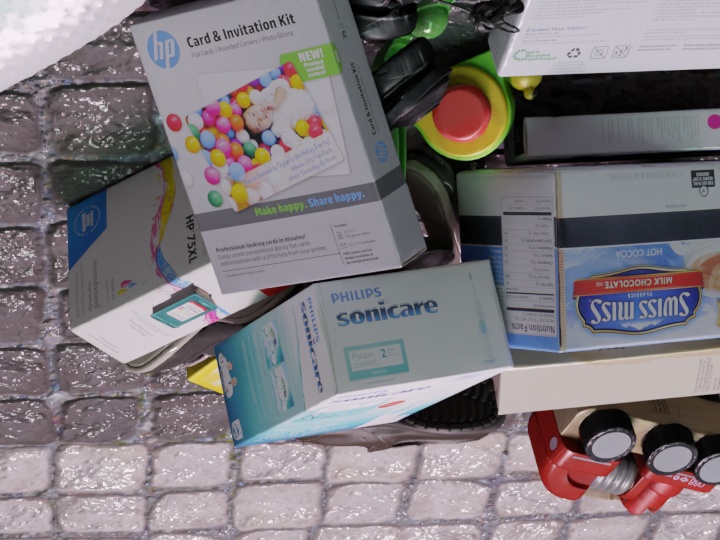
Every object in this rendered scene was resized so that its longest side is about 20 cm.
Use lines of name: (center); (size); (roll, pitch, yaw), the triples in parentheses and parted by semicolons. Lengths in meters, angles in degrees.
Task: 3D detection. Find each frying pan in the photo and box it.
frying pan: (-0.010, 0.007, 1.681); (0.190, 0.031, 0.115); (-8, 162, -46)

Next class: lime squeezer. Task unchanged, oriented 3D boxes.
lime squeezer: (0.044, -0.154, 1.583); (0.038, 0.071, 0.200); (15, 110, -34)

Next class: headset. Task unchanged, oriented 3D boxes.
headset: (0.014, -0.150, 1.521); (0.200, 0.094, 0.124); (-14, 103, 26)

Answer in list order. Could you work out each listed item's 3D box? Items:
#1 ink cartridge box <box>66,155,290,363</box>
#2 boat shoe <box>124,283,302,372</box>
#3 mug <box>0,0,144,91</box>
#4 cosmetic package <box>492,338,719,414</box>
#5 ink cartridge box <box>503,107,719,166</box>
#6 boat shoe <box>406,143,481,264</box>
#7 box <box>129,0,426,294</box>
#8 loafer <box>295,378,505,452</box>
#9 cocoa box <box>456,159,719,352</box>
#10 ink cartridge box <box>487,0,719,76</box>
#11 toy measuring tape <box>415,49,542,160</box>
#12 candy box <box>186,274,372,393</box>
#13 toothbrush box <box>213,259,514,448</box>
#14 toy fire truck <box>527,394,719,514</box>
ink cartridge box: (-0.120, -0.026, 1.693); (0.200, 0.116, 0.067); (-25, 141, 24)
boat shoe: (-0.108, 0.025, 1.792); (0.200, 0.067, 0.057); (-29, 163, 34)
mug: (-0.203, -0.230, 1.382); (0.175, 0.148, 0.200); (-27, 111, 14)
cosmetic package: (0.204, 0.049, 1.868); (0.199, 0.104, 0.073); (-6, 145, -4)
ink cartridge box: (0.210, -0.098, 1.678); (0.199, 0.037, 0.095); (-1, 179, -6)
boat shoe: (0.084, -0.023, 1.752); (0.057, 0.067, 0.200); (-40, 136, -20)
box: (-0.055, -0.090, 1.539); (0.156, 0.041, 0.200); (-8, 106, 34)
loafer: (0.026, 0.119, 1.976); (0.199, 0.073, 0.071); (3, 151, 1)
cocoa box: (0.188, -0.013, 1.674); (0.200, 0.132, 0.133); (-4, -177, -30)
ink cartridge box: (0.203, -0.210, 1.532); (0.199, 0.041, 0.200); (-3, 146, -19)
toy measuring tape: (0.042, -0.100, 1.645); (0.200, 0.074, 0.074); (-23, 143, 13)
candy box: (-0.040, 0.053, 1.838); (0.102, 0.026, 0.200); (25, 136, -33)
toothbrush box: (-0.001, 0.063, 1.677); (0.146, 0.086, 0.200); (-7, 168, -27)
toy fire truck: (0.216, 0.167, 2.045); (0.176, 0.129, 0.200); (14, 131, -26)
